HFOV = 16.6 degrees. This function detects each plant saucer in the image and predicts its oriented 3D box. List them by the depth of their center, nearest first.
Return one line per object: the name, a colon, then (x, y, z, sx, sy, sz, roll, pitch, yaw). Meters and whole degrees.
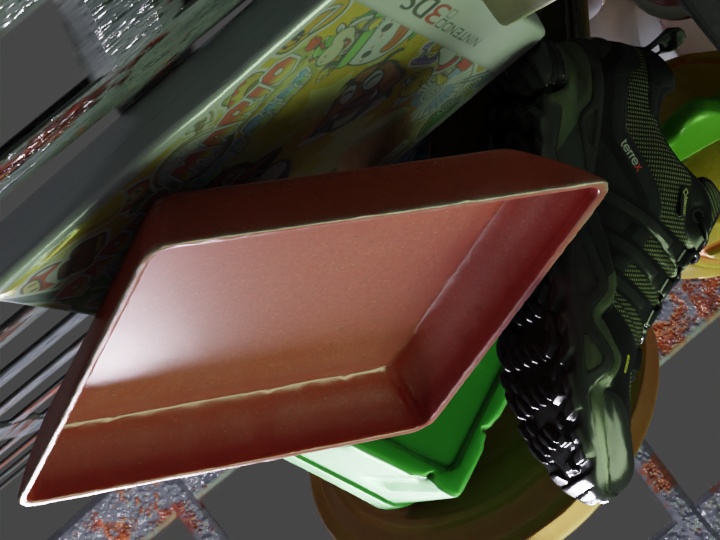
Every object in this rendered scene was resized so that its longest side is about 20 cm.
plant saucer: (-0.027, 0.017, 0.979, 0.199, 0.037, 0.200, -9, 153, -29)
plant saucer: (0.058, 0.069, 1.269, 0.200, 0.032, 0.201, -21, -136, 22)

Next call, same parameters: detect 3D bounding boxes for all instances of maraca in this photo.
maraca: (0.170, -0.058, 1.205, 0.137, 0.107, 0.200, -29, 167, -7)

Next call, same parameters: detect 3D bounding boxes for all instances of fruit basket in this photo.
fruit basket: (0.000, 0.000, 1.214, 0.216, 0.155, 0.216, -46, -152, 33)

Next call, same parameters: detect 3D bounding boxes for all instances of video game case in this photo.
video game case: (-0.034, -0.050, 0.946, 0.200, 0.023, 0.182, -39, 163, 14)

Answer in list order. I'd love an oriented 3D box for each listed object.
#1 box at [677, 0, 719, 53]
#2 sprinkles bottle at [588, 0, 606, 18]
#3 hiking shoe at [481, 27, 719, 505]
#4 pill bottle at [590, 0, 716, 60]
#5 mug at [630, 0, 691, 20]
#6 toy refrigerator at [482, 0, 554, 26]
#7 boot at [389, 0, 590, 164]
box: (0.198, -0.202, 1.058, 0.200, 0.132, 0.115, -40, 176, 12)
sprinkles bottle: (0.154, -0.203, 1.296, 0.200, 0.068, 0.068, -39, 179, -19)
hiking shoe: (0.113, -0.002, 1.038, 0.100, 0.201, 0.076, -8, -170, -21)
pill bottle: (0.163, -0.099, 1.372, 0.120, 0.120, 0.200, -39, 176, -28)
mug: (0.216, -0.220, 1.222, 0.199, 0.178, 0.133, -19, -172, -27)
toy refrigerator: (0.116, -0.179, 0.889, 0.200, 0.070, 0.076, -39, -174, -17)
boot: (0.040, -0.081, 1.068, 0.097, 0.201, 0.075, 8, 173, -36)
